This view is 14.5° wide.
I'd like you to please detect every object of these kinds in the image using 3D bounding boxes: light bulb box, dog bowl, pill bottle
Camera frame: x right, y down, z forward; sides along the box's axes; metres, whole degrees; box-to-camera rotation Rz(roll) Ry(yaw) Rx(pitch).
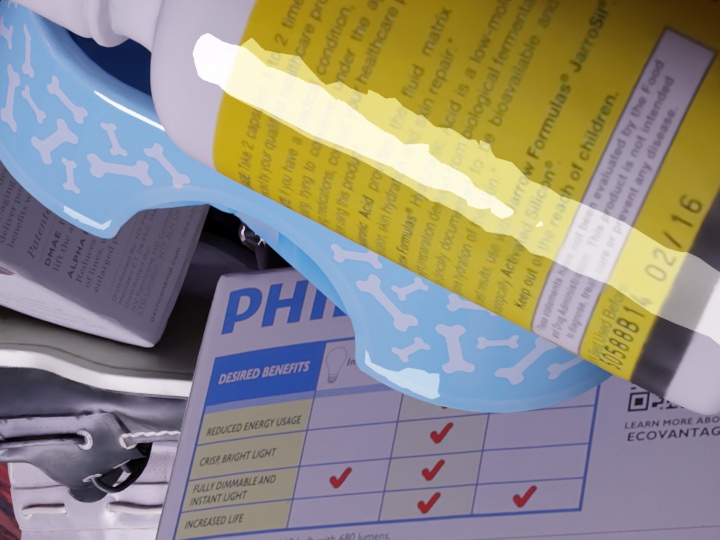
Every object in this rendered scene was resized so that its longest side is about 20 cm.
[{"bbox_3d":[0.048,0.106,0.817,0.198,0.201,0.125,-7,144,29],"label":"light bulb box"},{"bbox_3d":[-0.006,-0.043,0.747,0.199,0.112,0.050,27,146,7],"label":"dog bowl"},{"bbox_3d":[0.020,-0.057,0.662,0.199,0.112,0.111,26,160,7],"label":"pill bottle"}]

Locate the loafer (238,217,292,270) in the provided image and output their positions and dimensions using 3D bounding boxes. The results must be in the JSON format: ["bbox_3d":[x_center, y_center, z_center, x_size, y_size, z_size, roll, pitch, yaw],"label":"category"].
[{"bbox_3d":[0.000,0.000,0.900,0.072,0.063,0.200,19,158,29],"label":"loafer"}]

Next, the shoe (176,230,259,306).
[{"bbox_3d":[-0.109,0.013,1.090,0.199,0.072,0.091,-4,-172,21],"label":"shoe"}]

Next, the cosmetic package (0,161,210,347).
[{"bbox_3d":[-0.144,-0.044,0.918,0.101,0.074,0.200,14,171,36],"label":"cosmetic package"}]

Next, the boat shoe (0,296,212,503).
[{"bbox_3d":[-0.104,0.050,1.007,0.198,0.075,0.066,1,111,10],"label":"boat shoe"}]

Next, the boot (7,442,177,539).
[{"bbox_3d":[-0.053,0.094,1.101,0.199,0.096,0.073,1,-173,35],"label":"boot"}]
